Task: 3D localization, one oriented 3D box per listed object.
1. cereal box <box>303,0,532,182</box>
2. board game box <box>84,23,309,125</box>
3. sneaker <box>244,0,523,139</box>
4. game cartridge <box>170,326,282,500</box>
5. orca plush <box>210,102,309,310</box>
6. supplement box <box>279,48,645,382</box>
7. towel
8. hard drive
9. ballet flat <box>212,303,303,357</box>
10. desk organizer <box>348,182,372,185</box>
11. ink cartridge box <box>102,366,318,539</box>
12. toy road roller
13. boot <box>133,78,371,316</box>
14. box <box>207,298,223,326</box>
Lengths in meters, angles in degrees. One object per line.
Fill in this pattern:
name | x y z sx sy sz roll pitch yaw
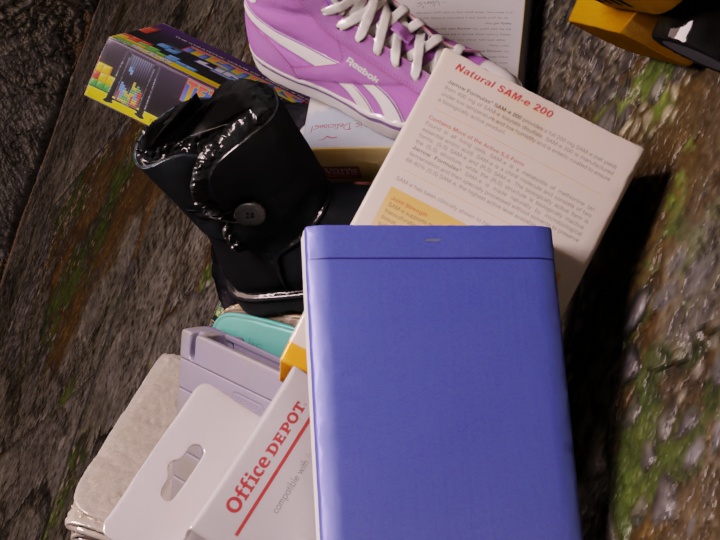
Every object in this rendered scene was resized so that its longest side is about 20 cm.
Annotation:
cereal box | 0.043 -0.145 1.334 0.040 0.143 0.200 76 -162 -50
board game box | -0.104 -0.131 1.571 0.057 0.200 0.165 -65 -3 15
sneaker | 0.011 -0.151 1.242 0.114 0.200 0.073 86 -153 -52
game cartridge | -0.062 0.119 1.250 0.200 0.038 0.130 20 112 56
orca plush | -0.090 -0.048 1.445 0.105 0.071 0.200 -53 -14 -43
supplement box | 0.054 -0.003 1.066 0.200 0.126 0.074 -61 -4 -12
towel | -0.121 0.144 1.403 0.200 0.132 0.035 -60 -13 -50
hard drive | 0.041 0.074 0.977 0.025 0.131 0.201 113 155 -67
ballet flat | -0.011 0.059 1.302 0.200 0.065 0.071 18 99 36
desk organizer | 0.000 0.000 1.387 0.200 0.072 0.077 -59 17 25
ink cartridge box | -0.019 0.135 1.003 0.116 0.200 0.067 -57 -2 -35
toy road roller | 0.150 -0.193 1.048 0.123 0.146 0.200 -65 17 4
boot | -0.028 -0.051 1.239 0.199 0.168 0.077 -10 49 20
box | -0.112 0.119 1.613 0.201 0.047 0.193 -67 16 3
